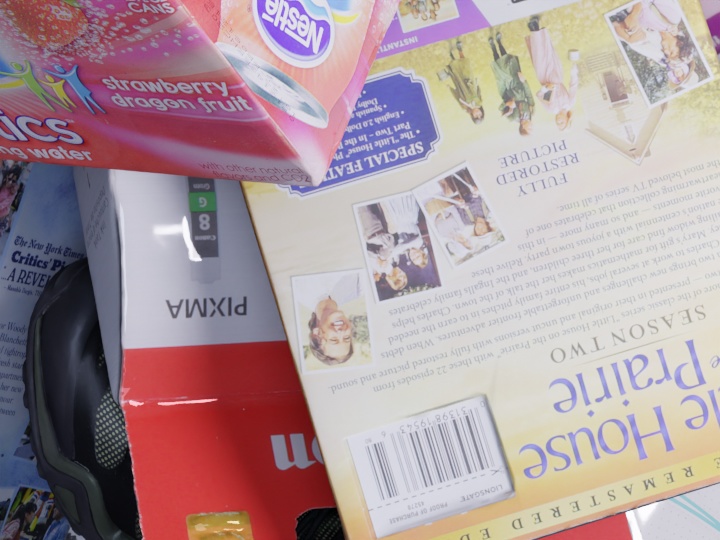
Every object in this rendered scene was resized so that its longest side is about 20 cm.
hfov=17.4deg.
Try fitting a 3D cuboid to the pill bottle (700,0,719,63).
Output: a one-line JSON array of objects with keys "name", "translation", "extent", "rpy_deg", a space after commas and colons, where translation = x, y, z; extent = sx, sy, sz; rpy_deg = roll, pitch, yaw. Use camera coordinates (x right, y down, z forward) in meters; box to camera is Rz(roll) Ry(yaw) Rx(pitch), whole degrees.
[{"name": "pill bottle", "translation": [0.168, -0.041, 0.763], "extent": [0.112, 0.112, 0.200], "rpy_deg": [-36, 98, 2]}]

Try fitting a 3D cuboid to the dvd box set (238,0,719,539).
[{"name": "dvd box set", "translation": [0.040, -0.023, 0.685], "extent": [0.146, 0.029, 0.200], "rpy_deg": [-17, 87, -2]}]

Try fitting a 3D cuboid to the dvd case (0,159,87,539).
[{"name": "dvd case", "translation": [-0.135, 0.046, 0.758], "extent": [0.018, 0.143, 0.200], "rpy_deg": [28, 99, 38]}]

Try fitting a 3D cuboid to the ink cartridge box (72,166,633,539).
[{"name": "ink cartridge box", "translation": [0.000, 0.000, 0.723], "extent": [0.161, 0.050, 0.200], "rpy_deg": [-2, 60, -20]}]

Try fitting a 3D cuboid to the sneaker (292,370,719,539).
[{"name": "sneaker", "translation": [0.042, 0.055, 0.775], "extent": [0.200, 0.070, 0.080], "rpy_deg": [35, 74, -6]}]

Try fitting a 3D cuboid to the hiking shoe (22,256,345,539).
[{"name": "hiking shoe", "translation": [-0.029, 0.079, 0.743], "extent": [0.101, 0.076, 0.200], "rpy_deg": [-17, 107, 39]}]

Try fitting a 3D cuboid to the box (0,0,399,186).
[{"name": "box", "translation": [-0.096, -0.094, 0.626], "extent": [0.200, 0.103, 0.095], "rpy_deg": [7, 62, 32]}]
